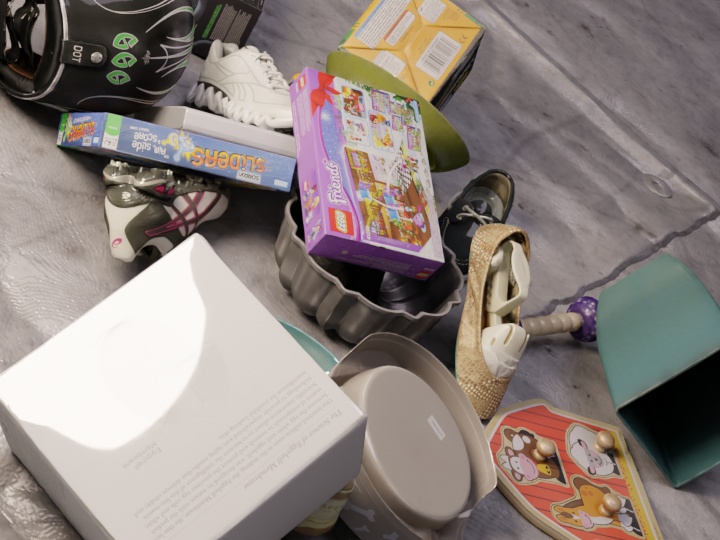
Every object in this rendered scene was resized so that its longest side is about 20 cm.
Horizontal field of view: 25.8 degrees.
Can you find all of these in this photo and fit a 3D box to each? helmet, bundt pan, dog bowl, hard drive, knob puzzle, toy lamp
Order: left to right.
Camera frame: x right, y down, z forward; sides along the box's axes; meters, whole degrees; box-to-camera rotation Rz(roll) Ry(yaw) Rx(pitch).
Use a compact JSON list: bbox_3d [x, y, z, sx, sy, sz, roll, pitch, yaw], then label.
[{"bbox_3d":[-0.258,-0.245,1.562,0.190,0.201,0.200,-9,51,-44],"label":"helmet"},{"bbox_3d":[-0.118,-0.132,1.614,0.199,0.027,0.132,14,-2,-31],"label":"hard drive"},{"bbox_3d":[0.000,0.000,1.567,0.201,0.076,0.203,22,35,-16],"label":"bundt pan"},{"bbox_3d":[0.034,0.156,1.357,0.200,0.058,0.201,35,39,-34],"label":"dog bowl"},{"bbox_3d":[0.184,0.061,1.667,0.199,0.058,0.058,-5,48,-44],"label":"toy lamp"},{"bbox_3d":[0.201,0.193,1.533,0.218,0.031,0.220,23,35,-16],"label":"knob puzzle"}]

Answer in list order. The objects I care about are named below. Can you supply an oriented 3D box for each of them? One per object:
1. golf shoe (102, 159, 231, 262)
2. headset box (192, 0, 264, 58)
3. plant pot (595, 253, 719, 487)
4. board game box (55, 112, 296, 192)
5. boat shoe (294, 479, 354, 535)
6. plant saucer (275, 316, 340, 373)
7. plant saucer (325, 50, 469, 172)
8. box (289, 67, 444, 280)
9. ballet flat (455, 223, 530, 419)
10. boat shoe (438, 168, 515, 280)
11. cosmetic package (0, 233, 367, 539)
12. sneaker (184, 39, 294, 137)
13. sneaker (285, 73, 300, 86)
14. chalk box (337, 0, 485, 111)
[{"bbox_3d":[-0.188,-0.053,1.488,0.077,0.089,0.200,9,3,21],"label":"golf shoe"},{"bbox_3d":[-0.210,-0.348,1.825,0.199,0.093,0.175,24,34,-14],"label":"headset box"},{"bbox_3d":[0.330,0.087,1.650,0.141,0.141,0.201,48,16,-34],"label":"plant pot"},{"bbox_3d":[-0.180,-0.115,1.528,0.199,0.035,0.135,12,-1,-28],"label":"board game box"},{"bbox_3d":[-0.076,0.122,1.287,0.200,0.063,0.073,47,36,20],"label":"boat shoe"},{"bbox_3d":[-0.085,0.115,1.380,0.199,0.036,0.201,23,34,-17],"label":"plant saucer"},{"bbox_3d":[0.034,-0.170,1.772,0.199,0.031,0.200,35,-10,7],"label":"plant saucer"},{"bbox_3d":[0.005,-0.096,1.545,0.136,0.039,0.201,14,53,-29],"label":"box"},{"bbox_3d":[0.135,0.045,1.553,0.070,0.065,0.202,16,68,-37],"label":"ballet flat"},{"bbox_3d":[0.124,-0.057,1.764,0.075,0.060,0.200,32,32,-3],"label":"boat shoe"},{"bbox_3d":[-0.133,0.121,1.174,0.199,0.123,0.200,-37,68,-20],"label":"cosmetic package"},{"bbox_3d":[-0.110,-0.190,1.646,0.075,0.082,0.199,15,8,-45],"label":"sneaker"},{"bbox_3d":[-0.015,-0.149,1.749,0.199,0.077,0.079,24,32,-17],"label":"sneaker"},{"bbox_3d":[0.054,-0.240,1.836,0.124,0.125,0.200,36,-10,4],"label":"chalk box"}]
